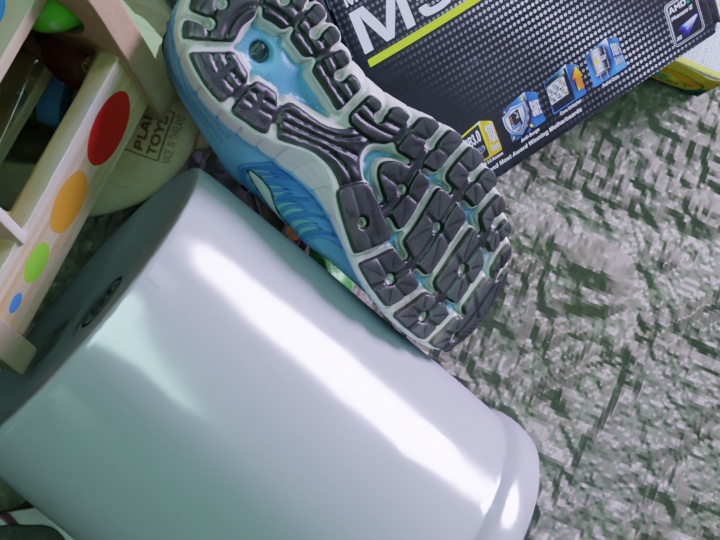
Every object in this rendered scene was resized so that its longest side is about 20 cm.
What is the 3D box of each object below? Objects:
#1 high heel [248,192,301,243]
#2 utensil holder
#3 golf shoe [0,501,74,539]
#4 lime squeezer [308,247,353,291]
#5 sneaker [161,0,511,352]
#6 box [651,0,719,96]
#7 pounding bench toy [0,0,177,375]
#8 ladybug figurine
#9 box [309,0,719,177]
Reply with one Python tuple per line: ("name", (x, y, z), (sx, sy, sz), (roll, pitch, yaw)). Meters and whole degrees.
("high heel", (-0.060, -0.114, 0.772), (0.200, 0.071, 0.143), (42, 55, -27))
("utensil holder", (-0.047, 0.077, 0.724), (0.200, 0.170, 0.170), (42, 79, -15))
("golf shoe", (-0.172, 0.147, 0.757), (0.199, 0.088, 0.078), (-9, 84, -13))
("lime squeezer", (0.000, 0.000, 0.835), (0.071, 0.038, 0.200), (41, 77, -35))
("sneaker", (-0.011, -0.049, 0.716), (0.078, 0.090, 0.200), (-45, 109, -17))
("box", (0.114, -0.183, 0.862), (0.199, 0.048, 0.118), (22, 82, -8))
("pounding bench toy", (-0.172, -0.077, 0.622), (0.124, 0.200, 0.157), (24, 78, 14))
("ladybug figurine", (-0.157, -0.099, 0.780), (0.199, 0.072, 0.136), (25, 105, 7))
("box", (0.060, -0.151, 0.754), (0.200, 0.047, 0.194), (-33, 123, -16))
